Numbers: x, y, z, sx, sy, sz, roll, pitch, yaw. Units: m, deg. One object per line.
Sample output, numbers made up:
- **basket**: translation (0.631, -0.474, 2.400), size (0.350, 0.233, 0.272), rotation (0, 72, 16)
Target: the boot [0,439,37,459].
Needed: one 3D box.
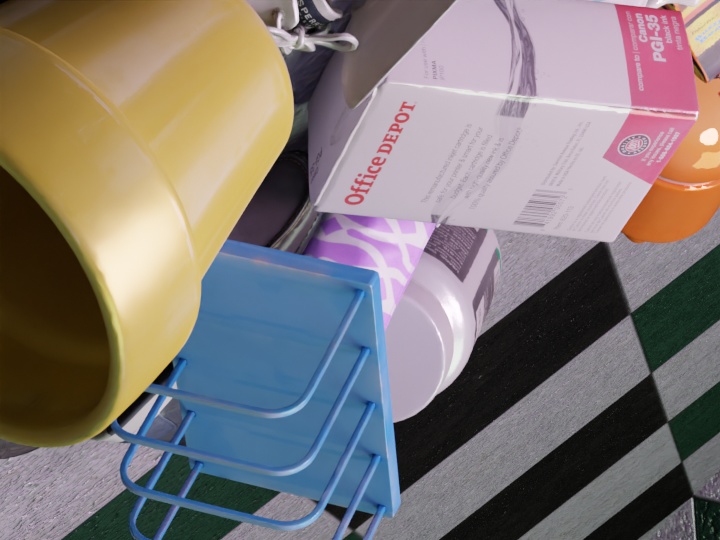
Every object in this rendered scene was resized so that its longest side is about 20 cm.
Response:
- **boot**: translation (-0.234, 0.081, 1.726), size (0.199, 0.070, 0.132), rotation (1, 152, -41)

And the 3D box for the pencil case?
- **pencil case**: translation (0.000, 0.000, 1.839), size (0.201, 0.085, 0.084), rotation (-64, -178, -20)

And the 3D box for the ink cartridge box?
- **ink cartridge box**: translation (0.081, -0.095, 1.757), size (0.199, 0.083, 0.147), rotation (6, 148, -17)

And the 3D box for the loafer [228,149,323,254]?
- **loafer**: translation (-0.105, -0.003, 1.800), size (0.200, 0.073, 0.072), rotation (-41, 160, 7)

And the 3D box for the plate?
- **plate**: translation (0.056, -0.196, 1.530), size (0.200, 0.032, 0.200), rotation (-46, -165, 24)

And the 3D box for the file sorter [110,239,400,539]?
- **file sorter**: translation (-0.067, 0.098, 1.732), size (0.201, 0.138, 0.123), rotation (84, 26, -44)

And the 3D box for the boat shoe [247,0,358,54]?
- **boat shoe**: translation (-0.037, -0.139, 1.481), size (0.202, 0.086, 0.075), rotation (-45, 156, 8)

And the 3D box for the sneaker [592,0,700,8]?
- **sneaker**: translation (0.133, -0.171, 1.833), size (0.200, 0.080, 0.070), rotation (-28, 164, -19)

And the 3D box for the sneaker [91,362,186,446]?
- **sneaker**: translation (-0.075, 0.056, 1.956), size (0.146, 0.077, 0.202), rotation (16, 137, -44)

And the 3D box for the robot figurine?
- **robot figurine**: translation (0.235, -0.098, 2.224), size (0.143, 0.117, 0.200), rotation (6, 154, -7)

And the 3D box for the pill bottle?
- **pill bottle**: translation (0.027, 0.023, 1.981), size (0.113, 0.113, 0.200), rotation (-43, -174, 21)

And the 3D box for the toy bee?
- **toy bee**: translation (0.234, -0.174, 2.007), size (0.131, 0.109, 0.200), rotation (-45, 164, 18)

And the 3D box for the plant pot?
- **plant pot**: translation (-0.134, -0.050, 1.382), size (0.189, 0.201, 0.201), rotation (-45, 172, -37)
